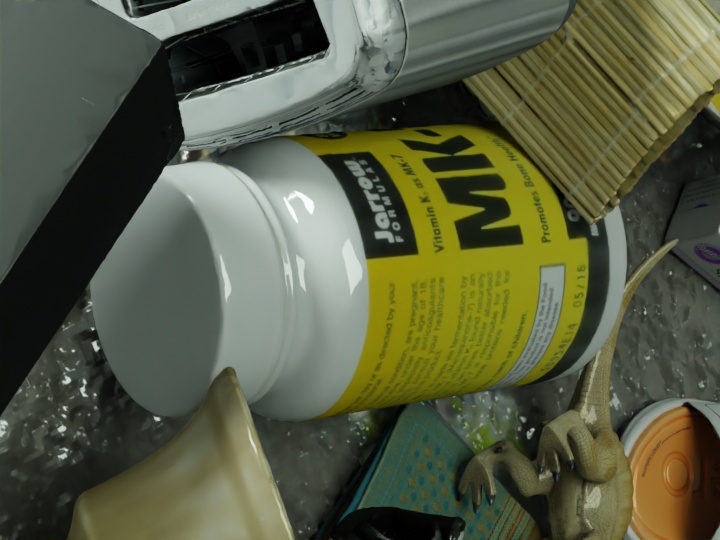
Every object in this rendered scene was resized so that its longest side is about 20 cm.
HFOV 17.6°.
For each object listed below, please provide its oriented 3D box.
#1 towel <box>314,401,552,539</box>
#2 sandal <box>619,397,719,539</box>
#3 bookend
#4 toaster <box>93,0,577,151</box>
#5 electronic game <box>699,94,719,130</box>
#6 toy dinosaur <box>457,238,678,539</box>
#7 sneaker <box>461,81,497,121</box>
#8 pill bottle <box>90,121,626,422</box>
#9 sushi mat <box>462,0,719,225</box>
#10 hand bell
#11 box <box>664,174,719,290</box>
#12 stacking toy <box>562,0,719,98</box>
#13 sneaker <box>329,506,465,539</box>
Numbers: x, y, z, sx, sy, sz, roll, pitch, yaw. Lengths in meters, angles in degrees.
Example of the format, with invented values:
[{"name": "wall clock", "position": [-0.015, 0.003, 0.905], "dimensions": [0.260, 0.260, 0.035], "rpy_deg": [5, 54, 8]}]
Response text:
[{"name": "towel", "position": [0.049, 0.171, 1.002], "dimensions": [0.200, 0.022, 0.147], "rpy_deg": [46, 57, -22]}, {"name": "sandal", "position": [0.208, 0.100, 1.109], "dimensions": [0.206, 0.059, 0.079], "rpy_deg": [6, 78, -35]}, {"name": "bookend", "position": [-0.196, -0.028, 0.781], "dimensions": [0.199, 0.092, 0.200], "rpy_deg": [29, 75, 9]}, {"name": "toaster", "position": [-0.012, -0.113, 0.891], "dimensions": [0.129, 0.200, 0.114], "rpy_deg": [-26, 101, -46]}, {"name": "electronic game", "position": [0.222, -0.141, 1.034], "dimensions": [0.200, 0.042, 0.200], "rpy_deg": [-1, 108, -3]}, {"name": "toy dinosaur", "position": [0.094, 0.085, 1.017], "dimensions": [0.101, 0.058, 0.200], "rpy_deg": [2, 88, -53]}, {"name": "sneaker", "position": [0.084, -0.142, 1.045], "dimensions": [0.078, 0.090, 0.200], "rpy_deg": [-23, 96, -37]}, {"name": "pill bottle", "position": [0.000, 0.000, 0.938], "dimensions": [0.200, 0.114, 0.114], "rpy_deg": [-7, 85, -38]}, {"name": "sushi mat", "position": [0.061, -0.123, 0.942], "dimensions": [0.200, 0.096, 0.012], "rpy_deg": [50, 23, 17]}, {"name": "hand bell", "position": [-0.121, 0.117, 0.813], "dimensions": [0.200, 0.104, 0.104], "rpy_deg": [-20, 94, -5]}, {"name": "box", "position": [0.234, 0.023, 1.157], "dimensions": [0.200, 0.041, 0.039], "rpy_deg": [37, 61, -27]}, {"name": "stacking toy", "position": [0.055, -0.138, 0.990], "dimensions": [0.200, 0.085, 0.085], "rpy_deg": [39, 54, 13]}, {"name": "sneaker", "position": [0.009, 0.160, 0.836], "dimensions": [0.076, 0.201, 0.116], "rpy_deg": [-5, 123, -4]}]
